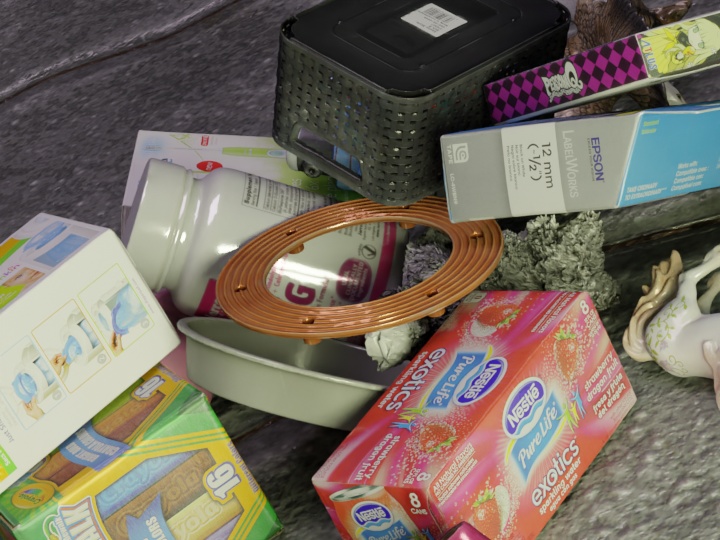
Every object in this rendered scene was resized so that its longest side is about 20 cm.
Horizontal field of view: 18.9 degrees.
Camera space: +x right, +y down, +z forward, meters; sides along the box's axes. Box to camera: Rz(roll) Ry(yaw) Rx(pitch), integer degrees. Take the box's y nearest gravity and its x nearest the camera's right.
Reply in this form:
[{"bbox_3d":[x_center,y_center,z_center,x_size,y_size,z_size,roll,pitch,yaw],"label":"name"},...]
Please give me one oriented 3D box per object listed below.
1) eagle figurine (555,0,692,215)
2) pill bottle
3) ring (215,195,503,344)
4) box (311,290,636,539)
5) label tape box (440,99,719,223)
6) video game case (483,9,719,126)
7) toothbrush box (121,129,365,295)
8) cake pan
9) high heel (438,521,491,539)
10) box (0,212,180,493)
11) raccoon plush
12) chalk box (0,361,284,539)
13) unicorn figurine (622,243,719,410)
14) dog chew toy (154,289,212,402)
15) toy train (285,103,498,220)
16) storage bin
[{"bbox_3d":[0.201,-0.155,1.710,0.150,0.152,0.200,9,33,22],"label":"eagle figurine"},{"bbox_3d":[-0.074,-0.010,1.594,0.199,0.114,0.113,16,25,-9],"label":"pill bottle"},{"bbox_3d":[0.000,0.000,1.467,0.200,0.019,0.201,-10,26,5],"label":"ring"},{"bbox_3d":[0.075,0.106,1.360,0.099,0.096,0.200,-1,36,43],"label":"box"},{"bbox_3d":[0.175,-0.075,1.437,0.199,0.066,0.143,-1,6,39],"label":"label tape box"},{"bbox_3d":[0.208,-0.147,1.468,0.181,0.036,0.200,-17,2,-26],"label":"video game case"},{"bbox_3d":[-0.086,-0.042,1.725,0.199,0.086,0.146,2,27,0],"label":"toothbrush box"},{"bbox_3d":[-0.031,0.073,1.468,0.199,0.037,0.200,13,4,-1],"label":"cake pan"},{"bbox_3d":[0.001,0.194,1.261,0.199,0.096,0.067,-8,31,35],"label":"high heel"},{"bbox_3d":[-0.242,0.063,1.460,0.200,0.102,0.112,-41,27,-24],"label":"box"},{"bbox_3d":[0.099,0.026,1.486,0.134,0.097,0.200,-10,24,23],"label":"raccoon plush"},{"bbox_3d":[-0.179,0.170,1.457,0.200,0.124,0.124,-35,25,-16],"label":"chalk box"},{"bbox_3d":[0.239,0.041,1.367,0.137,0.074,0.200,-49,17,-21],"label":"unicorn figurine"},{"bbox_3d":[-0.167,0.086,1.611,0.124,0.125,0.200,-3,32,42],"label":"dog chew toy"},{"bbox_3d":[0.031,-0.105,1.679,0.199,0.087,0.114,8,39,9],"label":"toy train"},{"bbox_3d":[0.045,-0.144,1.579,0.135,0.094,0.200,31,43,30],"label":"storage bin"}]
